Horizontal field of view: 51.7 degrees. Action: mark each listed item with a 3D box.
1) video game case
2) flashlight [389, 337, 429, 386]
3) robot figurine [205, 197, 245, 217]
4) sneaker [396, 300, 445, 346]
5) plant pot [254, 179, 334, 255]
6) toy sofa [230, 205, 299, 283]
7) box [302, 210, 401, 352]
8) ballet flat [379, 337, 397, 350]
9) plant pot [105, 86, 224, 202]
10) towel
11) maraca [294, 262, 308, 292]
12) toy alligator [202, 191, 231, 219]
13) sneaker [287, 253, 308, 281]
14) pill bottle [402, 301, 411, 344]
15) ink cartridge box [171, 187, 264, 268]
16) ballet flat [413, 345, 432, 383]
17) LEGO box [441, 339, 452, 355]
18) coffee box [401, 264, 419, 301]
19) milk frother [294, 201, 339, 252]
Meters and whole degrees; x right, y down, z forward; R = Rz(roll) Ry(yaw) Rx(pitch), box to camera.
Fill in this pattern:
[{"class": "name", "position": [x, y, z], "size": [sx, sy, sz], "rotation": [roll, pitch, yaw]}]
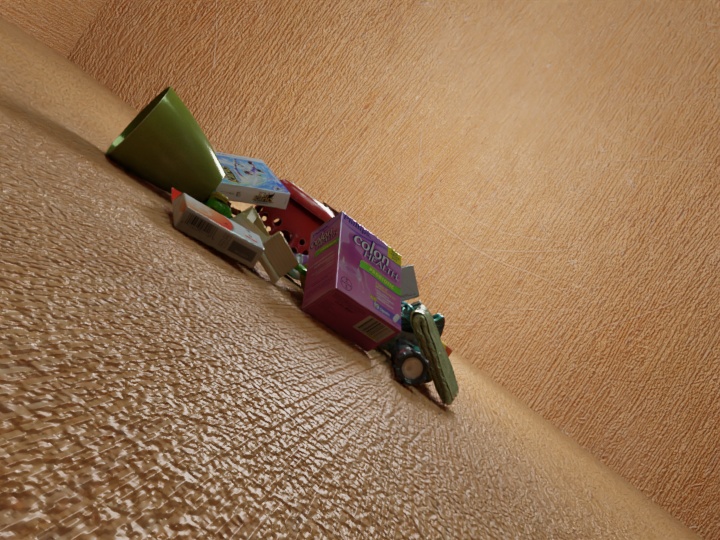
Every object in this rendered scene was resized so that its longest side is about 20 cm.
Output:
[{"class": "video game case", "position": [-0.280, -0.214, 1.717], "size": [0.179, 0.046, 0.200], "rotation": [4, 27, -32]}, {"class": "flashlight", "position": [0.091, 0.181, 1.468], "size": [0.068, 0.068, 0.200], "rotation": [44, -3, -2]}, {"class": "robot figurine", "position": [-0.326, -0.143, 1.695], "size": [0.199, 0.059, 0.145], "rotation": [37, 6, 14]}, {"class": "sneaker", "position": [0.097, 0.101, 1.609], "size": [0.198, 0.092, 0.078], "rotation": [23, 7, -21]}, {"class": "plant pot", "position": [-0.175, -0.110, 1.821], "size": [0.199, 0.183, 0.200], "rotation": [35, 4, -3]}, {"class": "toy sofa", "position": [-0.209, -0.047, 1.477], "size": [0.200, 0.097, 0.083], "rotation": [38, -20, 57]}, {"class": "box", "position": [-0.011, 0.022, 1.446], "size": [0.175, 0.096, 0.202], "rotation": [35, 38, -30]}, {"class": "ballet flat", "position": [0.008, 0.106, 1.682], "size": [0.199, 0.068, 0.062], "rotation": [38, 13, 33]}, {"class": "plant pot", "position": [-0.382, -0.236, 1.525], "size": [0.200, 0.187, 0.187], "rotation": [45, -2, -24]}, {"class": "towel", "position": [0.154, 0.169, 1.515], "size": [0.148, 0.036, 0.202], "rotation": [-15, 83, -79]}, {"class": "maraca", "position": [-0.076, 0.022, 1.550], "size": [0.136, 0.108, 0.199], "rotation": [25, -2, 42]}, {"class": "toy alligator", "position": [-0.302, -0.123, 1.547], "size": [0.054, 0.060, 0.200], "rotation": [34, -10, -20]}, {"class": "sneaker", "position": [-0.100, -0.028, 1.705], "size": [0.199, 0.141, 0.078], "rotation": [37, -5, -13]}, {"class": "pill bottle", "position": [0.089, 0.130, 1.794], "size": [0.110, 0.111, 0.200], "rotation": [36, 3, 1]}, {"class": "ink cartridge box", "position": [-0.262, -0.095, 1.355], "size": [0.161, 0.050, 0.200], "rotation": [30, 16, -26]}, {"class": "ballet flat", "position": [0.133, 0.211, 1.643], "size": [0.066, 0.070, 0.200], "rotation": [63, 4, -2]}, {"class": "LEGO box", "position": [0.134, 0.172, 2.026], "size": [0.199, 0.078, 0.149], "rotation": [36, 2, -22]}, {"class": "coffee box", "position": [0.036, 0.040, 1.785], "size": [0.112, 0.081, 0.199], "rotation": [-14, 3, -30]}, {"class": "milk frother", "position": [-0.065, -0.043, 1.979], "size": [0.199, 0.189, 0.180], "rotation": [35, 3, -31]}]
